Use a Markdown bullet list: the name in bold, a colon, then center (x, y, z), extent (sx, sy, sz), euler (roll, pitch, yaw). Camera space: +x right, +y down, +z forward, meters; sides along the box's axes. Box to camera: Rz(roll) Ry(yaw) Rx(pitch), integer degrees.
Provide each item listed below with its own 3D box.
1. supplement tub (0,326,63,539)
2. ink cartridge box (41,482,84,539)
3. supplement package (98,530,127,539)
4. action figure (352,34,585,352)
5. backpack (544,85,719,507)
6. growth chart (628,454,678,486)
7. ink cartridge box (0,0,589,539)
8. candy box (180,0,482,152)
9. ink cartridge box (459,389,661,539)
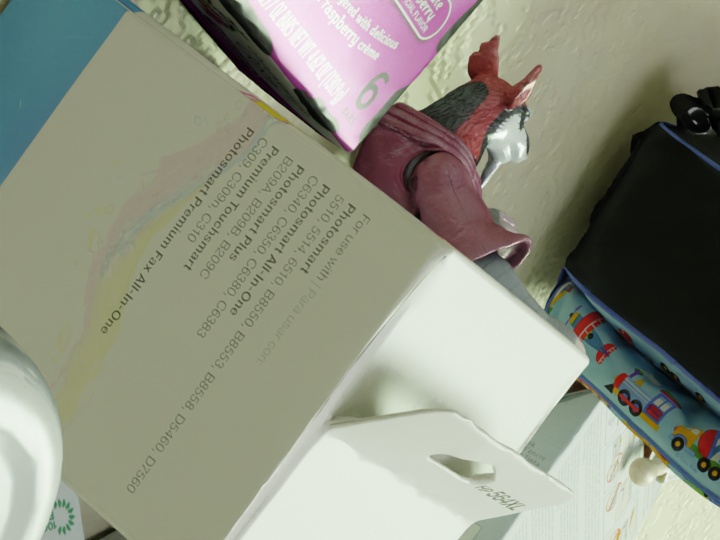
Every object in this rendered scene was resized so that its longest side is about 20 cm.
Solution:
- **supplement tub**: center (-0.175, 0.015, 0.693), extent (0.122, 0.200, 0.123), euler (-36, 148, -27)
- **ink cartridge box**: center (-0.159, 0.169, 0.938), extent (0.196, 0.043, 0.201), euler (-10, 92, -50)
- **supplement package**: center (-0.026, 0.217, 1.134), extent (0.147, 0.191, 0.201), euler (-25, 141, -37)
- **action figure**: center (0.000, 0.000, 1.066), extent (0.148, 0.134, 0.201), euler (26, 89, -17)
- **backpack**: center (0.199, 0.029, 1.249), extent (0.135, 0.182, 0.200), euler (-56, 148, 13)
- **growth chart**: center (0.196, 0.010, 1.377), extent (0.144, 0.018, 0.201), euler (-1, 116, -53)
- **ink cartridge box**: center (-0.038, 0.020, 0.893), extent (0.125, 0.200, 0.128), euler (-53, 150, 2)
- **candy box**: center (0.021, -0.152, 0.928), extent (0.200, 0.061, 0.136), euler (-50, 150, -5)
- **ink cartridge box**: center (0.080, 0.115, 1.346), extent (0.200, 0.050, 0.163), euler (-55, 156, -34)
